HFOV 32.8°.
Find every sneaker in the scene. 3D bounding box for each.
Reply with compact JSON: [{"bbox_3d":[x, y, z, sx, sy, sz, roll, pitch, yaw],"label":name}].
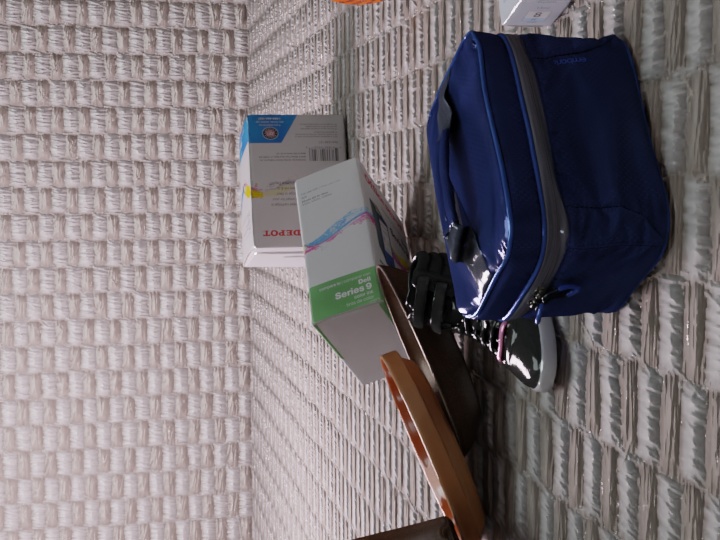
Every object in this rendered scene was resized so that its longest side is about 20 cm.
[{"bbox_3d":[0.093,0.042,1.016,0.200,0.099,0.071,-116,29,-61],"label":"sneaker"}]

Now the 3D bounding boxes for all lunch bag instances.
[{"bbox_3d":[0.114,-0.057,0.828,0.136,0.132,0.201,109,157,-59],"label":"lunch bag"}]

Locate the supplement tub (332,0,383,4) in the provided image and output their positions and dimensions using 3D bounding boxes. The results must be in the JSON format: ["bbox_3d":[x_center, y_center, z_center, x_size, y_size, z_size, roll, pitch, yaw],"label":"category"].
[{"bbox_3d":[-0.004,-0.413,1.384,0.123,0.122,0.201,135,134,-74],"label":"supplement tub"}]

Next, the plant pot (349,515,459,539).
[{"bbox_3d":[0.009,0.315,1.049,0.200,0.197,0.201,-19,-90,-86],"label":"plant pot"}]

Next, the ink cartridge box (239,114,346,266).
[{"bbox_3d":[-0.101,-0.114,1.811,0.145,0.146,0.201,134,134,-74],"label":"ink cartridge box"}]

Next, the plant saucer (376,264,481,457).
[{"bbox_3d":[0.070,0.080,1.157,0.200,0.037,0.201,156,90,-86],"label":"plant saucer"}]

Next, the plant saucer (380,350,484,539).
[{"bbox_3d":[0.071,0.168,1.155,0.200,0.032,0.201,158,90,-86],"label":"plant saucer"}]

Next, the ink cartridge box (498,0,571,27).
[{"bbox_3d":[0.141,-0.289,0.880,0.200,0.047,0.161,125,142,-74],"label":"ink cartridge box"}]

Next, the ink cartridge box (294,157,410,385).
[{"bbox_3d":[0.000,0.000,1.350,0.145,0.087,0.201,53,-160,-50],"label":"ink cartridge box"}]
